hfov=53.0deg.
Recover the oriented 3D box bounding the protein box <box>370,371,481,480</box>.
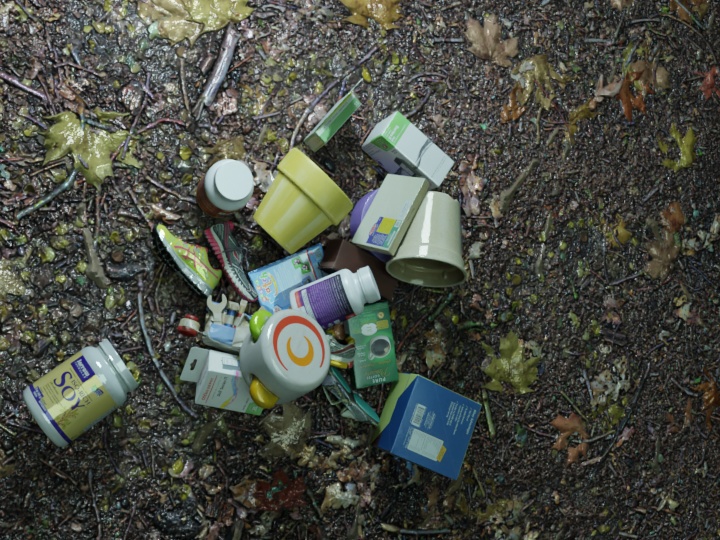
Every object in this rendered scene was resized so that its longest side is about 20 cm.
[{"bbox_3d":[0.165,0.389,1.820,0.197,0.134,0.202,26,77,-18],"label":"protein box"}]

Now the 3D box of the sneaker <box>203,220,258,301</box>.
[{"bbox_3d":[-0.290,-0.020,1.679,0.074,0.081,0.203,-29,90,-14],"label":"sneaker"}]

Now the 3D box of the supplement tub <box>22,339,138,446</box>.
[{"bbox_3d":[-0.585,0.254,1.520,0.199,0.145,0.147,-37,100,-20],"label":"supplement tub"}]

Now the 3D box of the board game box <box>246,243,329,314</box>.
[{"bbox_3d":[-0.162,0.041,1.762,0.197,0.036,0.154,-23,96,-22],"label":"board game box"}]

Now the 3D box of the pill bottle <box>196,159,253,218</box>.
[{"bbox_3d":[-0.304,-0.186,1.631,0.110,0.199,0.115,1,86,-21],"label":"pill bottle"}]

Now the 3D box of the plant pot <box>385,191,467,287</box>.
[{"bbox_3d":[0.168,-0.081,1.745,0.196,0.200,0.188,15,70,-20],"label":"plant pot"}]

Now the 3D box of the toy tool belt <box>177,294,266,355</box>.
[{"bbox_3d":[-0.311,0.114,1.657,0.197,0.124,0.125,23,66,-21],"label":"toy tool belt"}]

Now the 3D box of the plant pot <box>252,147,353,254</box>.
[{"bbox_3d":[-0.147,-0.151,1.706,0.200,0.201,0.189,43,88,-14],"label":"plant pot"}]

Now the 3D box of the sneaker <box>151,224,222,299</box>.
[{"bbox_3d":[-0.397,-0.034,1.659,0.090,0.078,0.201,-47,109,-26],"label":"sneaker"}]

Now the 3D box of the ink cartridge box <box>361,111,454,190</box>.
[{"bbox_3d":[0.119,-0.293,1.838,0.199,0.145,0.085,39,74,-15],"label":"ink cartridge box"}]

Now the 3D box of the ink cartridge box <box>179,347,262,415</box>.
[{"bbox_3d":[-0.305,0.253,1.644,0.196,0.068,0.118,15,125,-20],"label":"ink cartridge box"}]

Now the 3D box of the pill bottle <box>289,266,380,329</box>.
[{"bbox_3d":[-0.057,0.065,1.686,0.196,0.111,0.114,-22,95,6],"label":"pill bottle"}]

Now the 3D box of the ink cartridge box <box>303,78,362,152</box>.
[{"bbox_3d":[-0.055,-0.371,1.743,0.048,0.199,0.146,43,73,-13],"label":"ink cartridge box"}]

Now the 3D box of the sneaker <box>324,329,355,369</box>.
[{"bbox_3d":[-0.103,0.175,1.748,0.196,0.078,0.084,15,96,-21],"label":"sneaker"}]

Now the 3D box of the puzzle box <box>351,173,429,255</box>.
[{"bbox_3d":[0.071,-0.136,1.730,0.025,0.132,0.203,40,73,-42],"label":"puzzle box"}]

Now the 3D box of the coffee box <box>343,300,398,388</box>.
[{"bbox_3d":[0.024,0.187,1.824,0.120,0.044,0.205,-9,90,-21],"label":"coffee box"}]

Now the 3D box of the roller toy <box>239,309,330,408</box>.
[{"bbox_3d":[-0.168,0.194,1.587,0.180,0.139,0.204,3,65,-40],"label":"roller toy"}]

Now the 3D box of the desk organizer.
[{"bbox_3d":[0.000,0.000,1.789,0.198,0.071,0.078,29,75,-32],"label":"desk organizer"}]

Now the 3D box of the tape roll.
[{"bbox_3d":[0.077,-0.113,1.843,0.196,0.085,0.205,2,86,-23],"label":"tape roll"}]

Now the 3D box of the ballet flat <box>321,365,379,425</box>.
[{"bbox_3d":[-0.036,0.321,1.789,0.072,0.072,0.201,-44,102,-18],"label":"ballet flat"}]
